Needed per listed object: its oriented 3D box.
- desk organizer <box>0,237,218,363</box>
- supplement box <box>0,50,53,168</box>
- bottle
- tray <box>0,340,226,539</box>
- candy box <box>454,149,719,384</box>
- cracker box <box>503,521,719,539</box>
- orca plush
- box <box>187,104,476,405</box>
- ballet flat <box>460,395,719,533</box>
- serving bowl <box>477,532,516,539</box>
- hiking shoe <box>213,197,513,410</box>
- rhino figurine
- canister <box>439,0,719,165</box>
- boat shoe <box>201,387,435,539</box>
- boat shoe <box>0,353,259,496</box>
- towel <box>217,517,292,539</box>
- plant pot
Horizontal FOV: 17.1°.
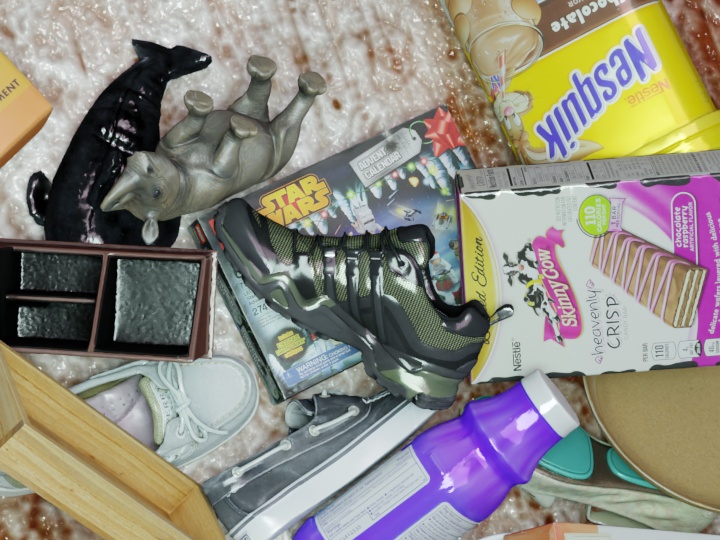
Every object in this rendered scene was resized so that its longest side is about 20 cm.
[{"bbox_3d":[-0.196,0.018,1.531,0.199,0.077,0.072,3,92,4],"label":"desk organizer"},{"bbox_3d":[-0.296,-0.151,1.576,0.200,0.069,0.067,45,70,-2],"label":"supplement box"},{"bbox_3d":[0.052,0.142,1.575,0.200,0.084,0.065,-38,66,9],"label":"bottle"},{"bbox_3d":[-0.161,0.127,1.486,0.037,0.099,0.200,-44,127,9],"label":"tray"},{"bbox_3d":[0.165,-0.003,1.601,0.199,0.061,0.137,-5,108,1],"label":"candy box"},{"bbox_3d":[0.190,0.243,1.600,0.199,0.058,0.135,9,70,-35],"label":"cracker box"},{"bbox_3d":[-0.153,-0.066,1.597,0.105,0.071,0.200,34,73,-7],"label":"orca plush"},{"bbox_3d":[0.000,-0.012,1.647,0.199,0.040,0.137,-26,87,-18],"label":"box"},{"bbox_3d":[0.154,0.145,1.650,0.199,0.062,0.068,19,34,-9],"label":"ballet flat"},{"bbox_3d":[0.093,0.279,1.593,0.199,0.066,0.201,13,67,-34],"label":"serving bowl"},{"bbox_3d":[0.000,0.000,1.567,0.200,0.076,0.101,35,98,-5],"label":"hiking shoe"},{"bbox_3d":[-0.104,-0.074,1.575,0.060,0.088,0.200,39,39,15],"label":"rhino figurine"},{"bbox_3d":[0.154,-0.143,1.669,0.148,0.087,0.201,-27,85,15],"label":"canister"},{"bbox_3d":[-0.021,0.110,1.596,0.200,0.072,0.068,-34,83,-28],"label":"boat shoe"},{"bbox_3d":[-0.159,0.100,1.569,0.201,0.065,0.075,-11,83,-17],"label":"boat shoe"},{"bbox_3d":[-0.070,0.262,1.582,0.132,0.034,0.201,-30,89,-17],"label":"towel"},{"bbox_3d":[0.244,0.089,1.668,0.199,0.028,0.201,9,52,-12],"label":"plant pot"}]
